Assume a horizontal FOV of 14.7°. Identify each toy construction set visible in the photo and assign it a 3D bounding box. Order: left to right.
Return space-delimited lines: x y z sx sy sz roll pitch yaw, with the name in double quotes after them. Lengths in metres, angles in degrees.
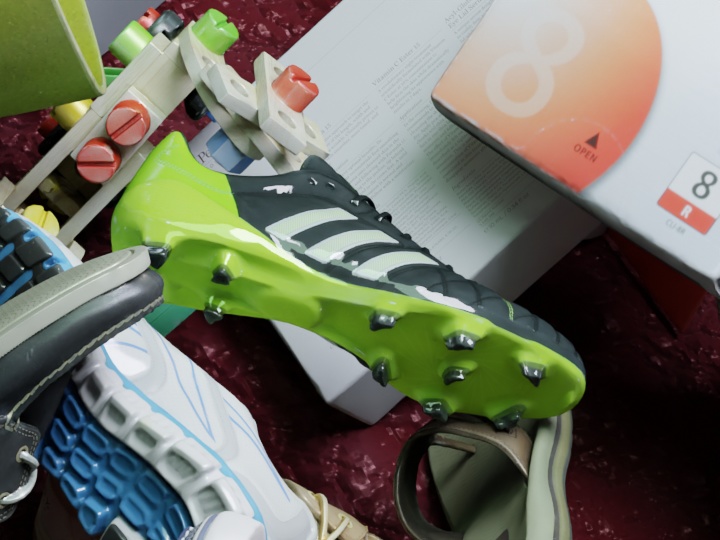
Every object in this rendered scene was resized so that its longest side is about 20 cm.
-0.106 -0.047 1.204 0.092 0.200 0.131 57 17 -11 "toy construction set"

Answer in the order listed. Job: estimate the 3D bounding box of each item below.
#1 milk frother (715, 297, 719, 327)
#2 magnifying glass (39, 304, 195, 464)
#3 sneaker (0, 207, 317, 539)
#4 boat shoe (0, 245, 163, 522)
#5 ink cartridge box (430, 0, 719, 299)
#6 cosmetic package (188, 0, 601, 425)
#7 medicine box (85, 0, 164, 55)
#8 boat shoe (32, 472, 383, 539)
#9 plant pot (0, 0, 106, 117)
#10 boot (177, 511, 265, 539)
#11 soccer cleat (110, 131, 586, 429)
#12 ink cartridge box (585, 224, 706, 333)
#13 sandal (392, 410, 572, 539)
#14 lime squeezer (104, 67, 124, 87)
0.157 0.068 1.147 0.200 0.181 0.188 6 53 -12 "milk frother"
-0.114 0.042 1.174 0.022 0.080 0.200 56 37 -13 "magnifying glass"
-0.092 0.054 1.103 0.200 0.075 0.087 50 26 23 "sneaker"
-0.149 0.064 1.044 0.200 0.072 0.068 -38 100 2 "boat shoe"
0.146 -0.108 1.132 0.162 0.050 0.200 35 95 33 "ink cartridge box"
0.029 -0.054 1.234 0.200 0.052 0.151 -41 62 11 "cosmetic package"
-0.174 -0.228 1.327 0.200 0.182 0.103 33 53 16 "medicine box"
-0.039 0.120 1.141 0.200 0.069 0.074 17 50 5 "boat shoe"
-0.228 -0.126 1.136 0.200 0.187 0.187 -20 55 1 "plant pot"
-0.102 0.168 1.019 0.090 0.200 0.073 21 17 10 "boot"
0.000 0.000 1.113 0.200 0.068 0.081 21 49 -5 "soccer cleat"
0.097 -0.072 1.291 0.050 0.109 0.200 -12 53 -35 "ink cartridge box"
0.045 0.086 1.132 0.057 0.080 0.201 28 18 -10 "sandal"
-0.180 -0.112 1.275 0.071 0.200 0.038 -33 44 19 "lime squeezer"
